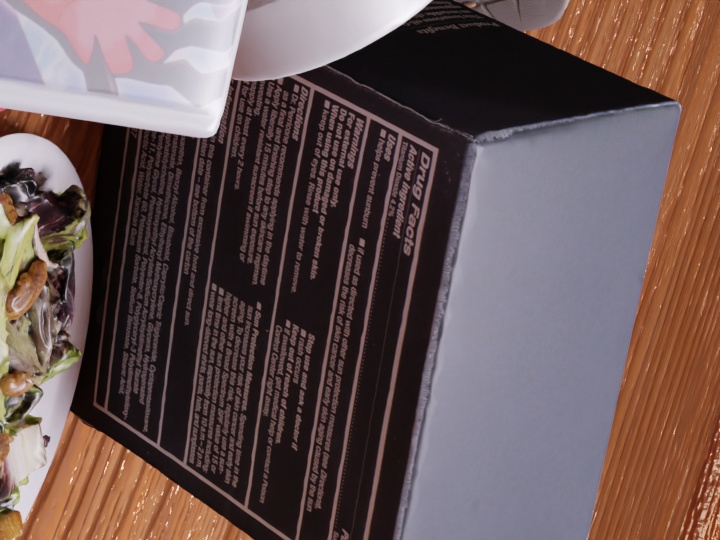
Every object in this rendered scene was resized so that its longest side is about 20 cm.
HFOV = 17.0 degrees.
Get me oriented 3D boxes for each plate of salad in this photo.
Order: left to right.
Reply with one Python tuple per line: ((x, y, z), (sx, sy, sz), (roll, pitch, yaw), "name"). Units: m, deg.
((-0.137, 0.050, 0.869), (0.200, 0.048, 0.201), (17, 90, -72), "plate of salad")

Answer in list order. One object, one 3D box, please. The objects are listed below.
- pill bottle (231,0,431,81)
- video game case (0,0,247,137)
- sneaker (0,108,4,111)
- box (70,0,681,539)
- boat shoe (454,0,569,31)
((-0.049, -0.163, 0.699), (0.200, 0.113, 0.113), (59, 42, -28), "pill bottle")
((-0.109, -0.135, 0.601), (0.199, 0.023, 0.183), (7, 104, -28), "video game case")
((-0.118, -0.081, 0.791), (0.200, 0.078, 0.116), (20, 95, -61), "sneaker")
((0.000, 0.000, 0.942), (0.123, 0.198, 0.201), (-11, 121, -41), "box")
((0.057, -0.191, 1.025), (0.200, 0.075, 0.072), (73, 33, -42), "boat shoe")
